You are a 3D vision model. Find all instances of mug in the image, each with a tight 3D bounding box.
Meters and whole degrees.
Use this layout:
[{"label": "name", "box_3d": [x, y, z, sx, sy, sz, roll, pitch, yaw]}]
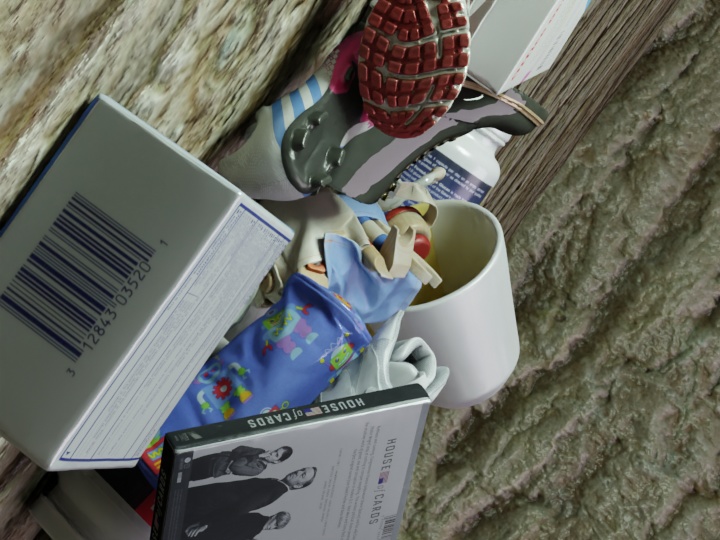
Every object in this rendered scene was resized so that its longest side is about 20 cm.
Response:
[{"label": "mug", "box_3d": [0.068, 0.033, 1.654, 0.149, 0.187, 0.154, -29, 127, -9]}]

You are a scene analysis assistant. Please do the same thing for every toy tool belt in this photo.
[{"label": "toy tool belt", "box_3d": [0.000, 0.000, 1.503, 0.199, 0.123, 0.125, 2, 131, -41]}]

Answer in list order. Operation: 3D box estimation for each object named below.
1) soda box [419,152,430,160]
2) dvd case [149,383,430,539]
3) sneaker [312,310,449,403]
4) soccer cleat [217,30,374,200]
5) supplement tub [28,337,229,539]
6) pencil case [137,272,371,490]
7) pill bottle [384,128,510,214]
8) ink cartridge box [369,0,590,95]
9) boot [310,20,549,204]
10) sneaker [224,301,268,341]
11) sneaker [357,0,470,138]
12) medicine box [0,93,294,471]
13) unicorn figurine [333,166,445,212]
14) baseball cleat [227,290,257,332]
[{"label": "soda box", "box_3d": [0.057, -0.155, 1.574, 0.070, 0.064, 0.200, -15, -162, 35]}, {"label": "dvd case", "box_3d": [-0.053, 0.158, 1.308, 0.198, 0.025, 0.151, -10, 132, -26]}, {"label": "sneaker", "box_3d": [0.008, 0.080, 1.415, 0.115, 0.075, 0.200, -35, -164, 13]}, {"label": "soccer cleat", "box_3d": [-0.034, -0.116, 1.306, 0.086, 0.070, 0.200, -6, -152, 33]}, {"label": "supplement tub", "box_3d": [-0.147, 0.158, 1.430, 0.200, 0.140, 0.140, -46, 170, -9]}, {"label": "pencil case", "box_3d": [-0.085, 0.089, 1.333, 0.200, 0.087, 0.078, -44, 144, -7]}, {"label": "pill bottle", "box_3d": [0.071, -0.088, 1.824, 0.201, 0.111, 0.111, -56, 172, 6]}, {"label": "ink cartridge box", "box_3d": [0.108, -0.231, 1.422, 0.129, 0.125, 0.200, -58, 171, 20]}, {"label": "boot", "box_3d": [0.049, -0.105, 1.457, 0.199, 0.077, 0.139, 17, 99, -35]}, {"label": "sneaker", "box_3d": [-0.065, 0.024, 1.638, 0.116, 0.074, 0.200, -56, 171, 30]}, {"label": "sneaker", "box_3d": [0.049, -0.191, 1.277, 0.082, 0.077, 0.202, -43, 146, -79]}, {"label": "medicine box", "box_3d": [-0.141, 0.014, 1.064, 0.183, 0.103, 0.200, -55, 172, -1]}, {"label": "unicorn figurine", "box_3d": [0.007, -0.073, 1.637, 0.137, 0.074, 0.200, -33, 165, -40]}, {"label": "baseball cleat", "box_3d": [-0.155, 0.055, 1.338, 0.200, 0.070, 0.106, -43, 180, -36]}]
